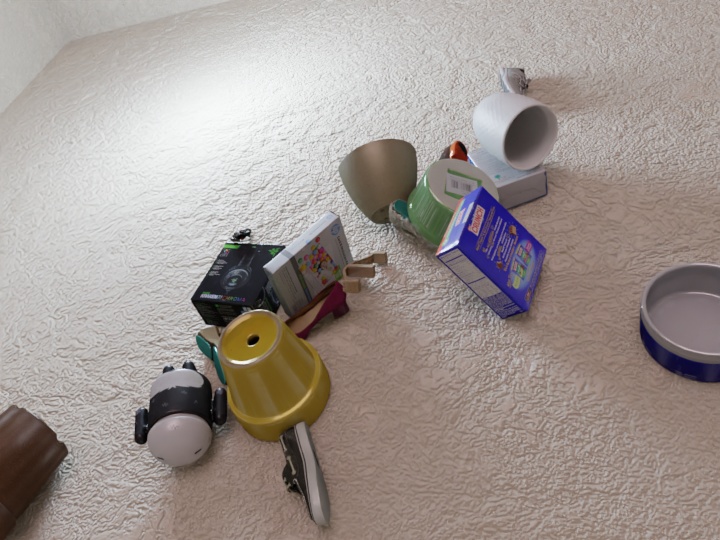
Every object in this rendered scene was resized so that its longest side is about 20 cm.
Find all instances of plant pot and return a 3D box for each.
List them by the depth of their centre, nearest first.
[{"bbox_3d":[-0.174,0.185,1.125,0.197,0.191,0.203,-10,44,10],"label":"plant pot"},{"bbox_3d":[-0.688,0.384,1.137,0.197,0.203,0.199,9,42,28],"label":"plant pot"}]

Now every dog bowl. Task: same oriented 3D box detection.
[{"bbox_3d":[0.584,0.085,1.014,0.196,0.080,0.202,-11,45,11],"label":"dog bowl"}]

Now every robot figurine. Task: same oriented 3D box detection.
[{"bbox_3d":[-0.347,0.276,1.151,0.150,0.124,0.202,-42,38,21],"label":"robot figurine"}]

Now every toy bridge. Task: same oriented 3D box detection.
[{"bbox_3d":[0.000,0.000,1.303,0.066,0.028,0.200,1,21,21],"label":"toy bridge"}]

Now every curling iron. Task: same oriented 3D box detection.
[{"bbox_3d":[-0.292,-0.088,1.492,0.048,0.026,0.200,-5,7,-4],"label":"curling iron"}]

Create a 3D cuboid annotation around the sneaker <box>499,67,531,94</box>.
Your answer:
[{"bbox_3d":[0.442,-0.526,1.674,0.080,0.075,0.202,-11,44,13],"label":"sneaker"}]

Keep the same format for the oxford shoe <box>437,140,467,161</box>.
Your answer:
[{"bbox_3d":[0.219,-0.235,1.495,0.072,0.071,0.202,-21,37,43],"label":"oxford shoe"}]

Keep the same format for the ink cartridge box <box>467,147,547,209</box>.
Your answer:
[{"bbox_3d":[0.345,-0.242,1.431,0.134,0.077,0.202,-19,44,0],"label":"ink cartridge box"}]

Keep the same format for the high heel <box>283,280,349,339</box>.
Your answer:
[{"bbox_3d":[-0.120,0.090,1.263,0.198,0.097,0.068,-30,48,-9],"label":"high heel"}]

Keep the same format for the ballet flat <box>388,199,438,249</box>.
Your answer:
[{"bbox_3d":[0.150,-0.092,1.356,0.198,0.072,0.072,33,59,9],"label":"ballet flat"}]

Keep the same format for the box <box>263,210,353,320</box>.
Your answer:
[{"bbox_3d":[-0.108,-0.010,1.316,0.041,0.157,0.200,28,61,36],"label":"box"}]

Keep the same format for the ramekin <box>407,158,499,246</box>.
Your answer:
[{"bbox_3d":[0.210,-0.152,1.315,0.196,0.098,0.203,9,51,-12],"label":"ramekin"}]

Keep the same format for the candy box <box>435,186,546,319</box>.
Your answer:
[{"bbox_3d":[0.260,-0.035,1.170,0.077,0.199,0.170,-28,25,51],"label":"candy box"}]

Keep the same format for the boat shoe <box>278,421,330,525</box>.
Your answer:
[{"bbox_3d":[-0.100,0.354,1.022,0.063,0.072,0.201,-22,36,-3],"label":"boat shoe"}]

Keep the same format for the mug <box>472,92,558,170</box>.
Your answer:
[{"bbox_3d":[0.362,-0.330,1.372,0.196,0.150,0.176,0,28,-25],"label":"mug"}]

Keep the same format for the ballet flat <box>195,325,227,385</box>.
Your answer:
[{"bbox_3d":[-0.293,0.174,1.267,0.069,0.070,0.199,-35,38,-15],"label":"ballet flat"}]

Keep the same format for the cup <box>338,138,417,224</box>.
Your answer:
[{"bbox_3d":[0.057,-0.199,1.439,0.196,0.201,0.146,-16,70,5],"label":"cup"}]

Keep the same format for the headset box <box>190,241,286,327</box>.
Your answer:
[{"bbox_3d":[-0.264,0.029,1.383,0.171,0.094,0.202,4,48,24],"label":"headset box"}]
